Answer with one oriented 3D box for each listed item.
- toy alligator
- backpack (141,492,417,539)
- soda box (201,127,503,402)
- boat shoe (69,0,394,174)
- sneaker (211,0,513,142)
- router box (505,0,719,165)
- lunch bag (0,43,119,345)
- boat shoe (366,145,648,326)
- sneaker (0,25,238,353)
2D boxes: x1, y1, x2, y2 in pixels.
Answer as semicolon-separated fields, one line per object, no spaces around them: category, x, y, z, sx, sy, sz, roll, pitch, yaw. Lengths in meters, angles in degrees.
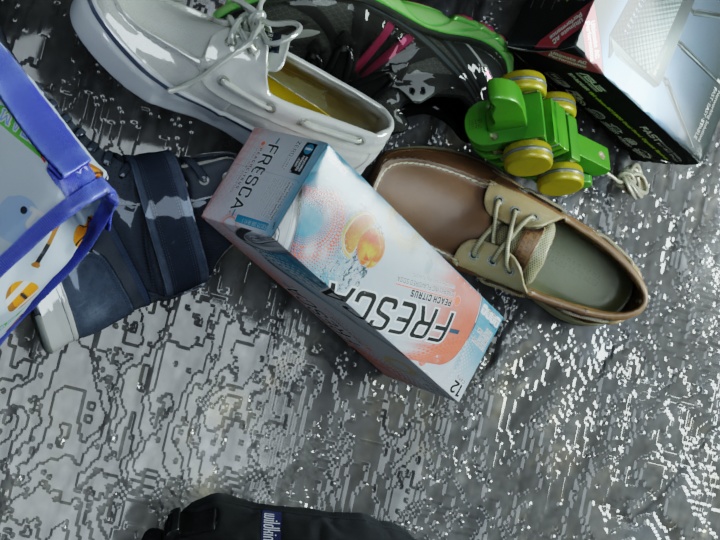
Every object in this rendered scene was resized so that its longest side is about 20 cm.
toy alligator;0.117;-0.075;1.028;0.200;0.054;0.060;24;57;-52
backpack;-0.015;0.234;0.917;0.189;0.200;0.155;-6;121;-21
soda box;0.000;0.000;0.952;0.200;0.068;0.064;42;72;-42
boat shoe;-0.064;-0.121;0.930;0.201;0.086;0.075;32;40;-20
sneaker;0.003;-0.127;1.000;0.198;0.077;0.085;12;79;-17
router box;0.194;-0.190;1.051;0.149;0.062;0.201;33;76;-39
lunch bag;-0.224;-0.049;0.830;0.170;0.200;0.124;50;40;4
boat shoe;0.098;-0.022;1.022;0.199;0.074;0.076;22;91;-17
sneaker;-0.148;-0.073;0.937;0.145;0.077;0.204;-20;100;-12
